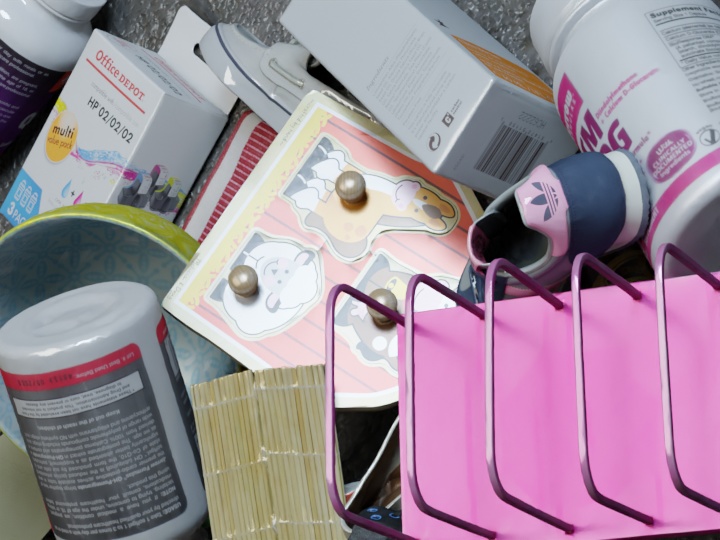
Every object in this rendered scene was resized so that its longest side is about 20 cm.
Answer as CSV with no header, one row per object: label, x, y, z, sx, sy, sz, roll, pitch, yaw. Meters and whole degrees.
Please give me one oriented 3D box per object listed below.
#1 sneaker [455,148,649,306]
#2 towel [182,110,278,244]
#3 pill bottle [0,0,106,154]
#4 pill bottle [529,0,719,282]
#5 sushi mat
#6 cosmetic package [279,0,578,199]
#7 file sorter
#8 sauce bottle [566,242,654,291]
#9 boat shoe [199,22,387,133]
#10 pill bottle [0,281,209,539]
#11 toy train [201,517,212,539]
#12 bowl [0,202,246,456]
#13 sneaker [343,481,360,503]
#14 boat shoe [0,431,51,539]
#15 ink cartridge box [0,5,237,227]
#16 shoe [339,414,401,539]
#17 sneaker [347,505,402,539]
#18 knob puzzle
sneaker,0.084,-0.012,1.414,0.200,0.081,0.071,-50,54,56
towel,-0.061,-0.009,1.711,0.200,0.023,0.145,41,106,45
pill bottle,-0.284,-0.167,1.928,0.200,0.112,0.113,-43,50,27
pill bottle,0.179,-0.089,1.424,0.113,0.113,0.201,-48,47,24
sushi mat,-0.050,0.161,1.544,0.095,0.012,0.202,-8,90,25
cosmetic package,0.046,-0.126,1.583,0.072,0.101,0.200,-57,46,14
file sorter,0.091,0.068,1.319,0.199,0.125,0.140,-8,73,24
sauce bottle,0.153,0.026,1.447,0.065,0.064,0.201,-41,52,29
boat shoe,-0.037,-0.124,1.691,0.066,0.072,0.200,-54,46,11
pill bottle,-0.156,0.118,1.599,0.110,0.110,0.201,4,117,46
toy train,-0.133,0.137,1.725,0.056,0.042,0.201,-37,52,18
bowl,-0.159,0.035,1.687,0.200,0.200,0.108,-43,6,27
sneaker,-0.044,0.219,1.581,0.200,0.077,0.082,-46,55,26
boat shoe,-0.226,0.116,1.814,0.073,0.063,0.203,24,109,12
ink cartridge box,-0.172,-0.095,1.820,0.115,0.068,0.201,41,106,45
shoe,0.061,0.094,1.503,0.200,0.053,0.070,-51,46,1
sneaker,0.059,0.144,1.445,0.200,0.073,0.112,-45,41,-22
knob puzzle,0.000,0.000,1.567,0.218,0.030,0.221,-2,70,6
